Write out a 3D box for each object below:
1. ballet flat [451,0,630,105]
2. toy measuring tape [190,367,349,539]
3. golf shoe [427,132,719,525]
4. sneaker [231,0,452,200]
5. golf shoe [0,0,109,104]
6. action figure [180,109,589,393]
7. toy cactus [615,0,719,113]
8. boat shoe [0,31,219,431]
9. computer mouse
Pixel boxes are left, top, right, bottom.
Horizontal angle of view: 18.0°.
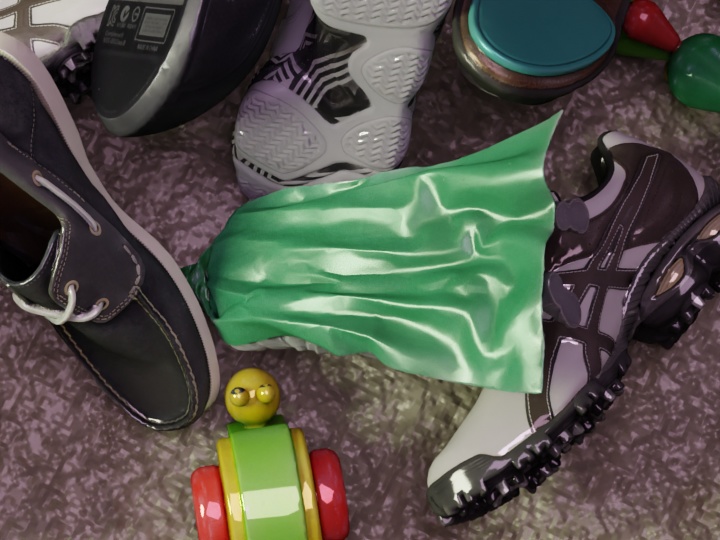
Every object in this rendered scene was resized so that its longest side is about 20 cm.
[{"bbox_3d":[0.084,-0.113,0.999,0.068,0.068,0.200,38,41,2],"label":"ballet flat"},{"bbox_3d":[-0.033,0.139,0.977,0.073,0.074,0.201,-8,78,-5],"label":"toy measuring tape"},{"bbox_3d":[0.082,0.024,1.001,0.094,0.078,0.200,42,68,8],"label":"golf shoe"},{"bbox_3d":[0.003,-0.116,0.995,0.075,0.200,0.115,20,48,-4],"label":"sneaker"},{"bbox_3d":[-0.160,-0.111,1.021,0.200,0.078,0.095,-34,81,-10],"label":"golf shoe"},{"bbox_3d":[0.000,0.000,0.975,0.199,0.055,0.119,-3,68,32],"label":"action figure"},{"bbox_3d":[0.203,-0.091,1.007,0.199,0.103,0.166,11,47,5],"label":"toy cactus"},{"bbox_3d":[-0.130,-0.003,0.967,0.072,0.068,0.200,-17,119,29],"label":"boat shoe"},{"bbox_3d":[-0.052,-0.144,0.950,0.053,0.138,0.201,20,92,-32],"label":"computer mouse"}]
